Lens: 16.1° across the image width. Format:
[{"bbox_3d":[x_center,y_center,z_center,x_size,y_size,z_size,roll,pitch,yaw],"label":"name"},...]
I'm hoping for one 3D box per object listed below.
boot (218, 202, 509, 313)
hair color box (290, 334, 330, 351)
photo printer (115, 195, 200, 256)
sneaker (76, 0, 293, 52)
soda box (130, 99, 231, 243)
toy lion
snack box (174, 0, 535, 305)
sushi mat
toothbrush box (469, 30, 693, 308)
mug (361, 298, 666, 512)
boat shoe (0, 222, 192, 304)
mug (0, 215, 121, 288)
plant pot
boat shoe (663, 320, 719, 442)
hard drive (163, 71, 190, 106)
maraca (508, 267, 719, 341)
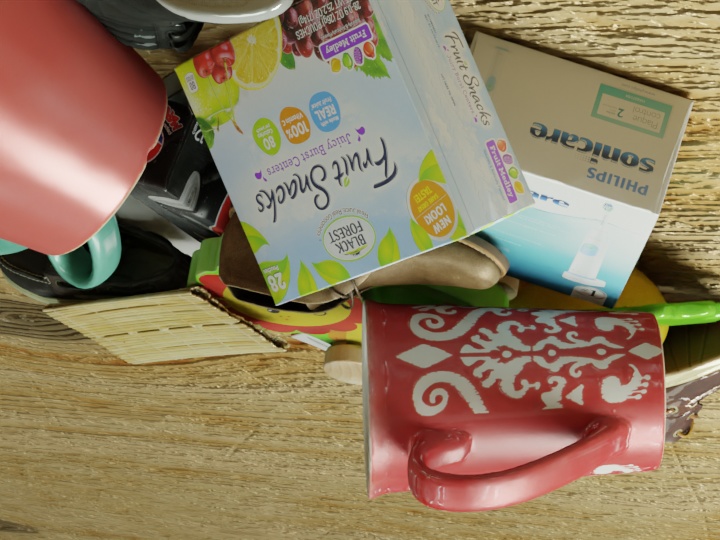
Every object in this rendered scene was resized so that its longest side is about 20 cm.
[{"bbox_3d":[0.000,0.000,1.699,0.199,0.076,0.074,8,155,18],"label":"boot"},{"bbox_3d":[0.038,0.034,2.055,0.111,0.064,0.200,25,160,-21],"label":"hair color box"},{"bbox_3d":[-0.150,-0.053,1.976,0.166,0.070,0.200,4,157,40],"label":"photo printer"},{"bbox_3d":[-0.104,-0.176,1.579,0.199,0.071,0.099,14,164,34],"label":"sneaker"},{"bbox_3d":[-0.108,-0.061,1.809,0.071,0.064,0.200,18,171,28],"label":"soda box"},{"bbox_3d":[-0.016,0.015,1.816,0.200,0.069,0.191,-12,151,43],"label":"toy lion"},{"bbox_3d":[-0.007,-0.084,1.555,0.200,0.068,0.169,-19,95,52],"label":"snack box"},{"bbox_3d":[-0.146,0.042,1.891,0.096,0.012,0.200,35,155,-32],"label":"sushi mat"},{"bbox_3d":[0.121,-0.061,1.652,0.146,0.086,0.200,18,163,4],"label":"toothbrush box"},{"bbox_3d":[0.103,0.103,1.717,0.199,0.178,0.134,-1,147,-2],"label":"mug"},{"bbox_3d":[-0.199,-0.011,1.934,0.200,0.072,0.066,12,150,32],"label":"boat shoe"},{"bbox_3d":[-0.233,-0.089,1.821,0.185,0.153,0.114,24,157,-28],"label":"mug"},{"bbox_3d":[-0.236,-0.113,1.655,0.177,0.201,0.200,33,158,-27],"label":"plant pot"},{"bbox_3d":[0.225,0.093,1.915,0.199,0.072,0.072,-25,118,20],"label":"boat shoe"},{"bbox_3d":[-0.047,-0.092,1.830,0.199,0.026,0.132,25,161,-20],"label":"hard drive"},{"bbox_3d":[0.174,0.037,1.861,0.199,0.107,0.137,-7,178,28],"label":"maraca"}]
